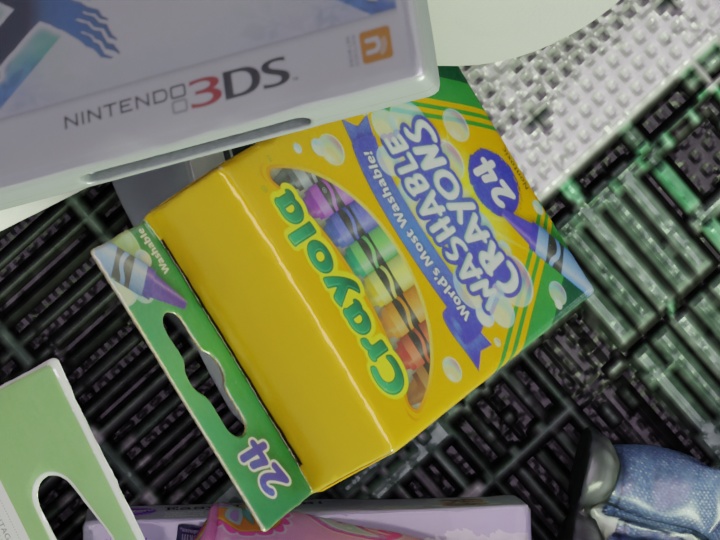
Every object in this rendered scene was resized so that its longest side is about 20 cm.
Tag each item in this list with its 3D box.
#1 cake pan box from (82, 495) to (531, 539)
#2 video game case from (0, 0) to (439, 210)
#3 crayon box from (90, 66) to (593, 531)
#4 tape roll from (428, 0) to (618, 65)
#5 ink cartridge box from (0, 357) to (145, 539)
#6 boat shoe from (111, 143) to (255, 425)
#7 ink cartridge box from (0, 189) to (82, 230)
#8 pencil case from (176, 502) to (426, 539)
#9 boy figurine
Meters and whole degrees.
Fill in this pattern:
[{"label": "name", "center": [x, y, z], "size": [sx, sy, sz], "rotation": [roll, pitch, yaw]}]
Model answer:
[{"label": "cake pan box", "center": [-0.024, 0.189, 1.026], "size": [0.198, 0.052, 0.186], "rotation": [0, 87, -4]}, {"label": "video game case", "center": [-0.072, -0.136, 0.881], "size": [0.181, 0.022, 0.202], "rotation": [-14, 72, 16]}, {"label": "crayon box", "center": [0.000, 0.000, 0.964], "size": [0.051, 0.200, 0.126], "rotation": [-30, 93, 40]}, {"label": "tape roll", "center": [0.027, -0.197, 0.951], "size": [0.201, 0.139, 0.204], "rotation": [-6, 72, 18]}, {"label": "ink cartridge box", "center": [-0.151, 0.129, 0.970], "size": [0.199, 0.048, 0.146], "rotation": [-26, 91, 28]}, {"label": "boat shoe", "center": [-0.051, -0.033, 1.020], "size": [0.067, 0.072, 0.201], "rotation": [-17, 75, -37]}, {"label": "ink cartridge box", "center": [-0.142, -0.132, 0.960], "size": [0.116, 0.068, 0.201], "rotation": [-27, 76, -15]}, {"label": "pencil case", "center": [0.019, 0.150, 0.966], "size": [0.198, 0.087, 0.088], "rotation": [12, 89, -3]}, {"label": "boy figurine", "center": [0.181, 0.128, 1.035], "size": [0.198, 0.064, 0.125], "rotation": [15, 86, -1]}]
